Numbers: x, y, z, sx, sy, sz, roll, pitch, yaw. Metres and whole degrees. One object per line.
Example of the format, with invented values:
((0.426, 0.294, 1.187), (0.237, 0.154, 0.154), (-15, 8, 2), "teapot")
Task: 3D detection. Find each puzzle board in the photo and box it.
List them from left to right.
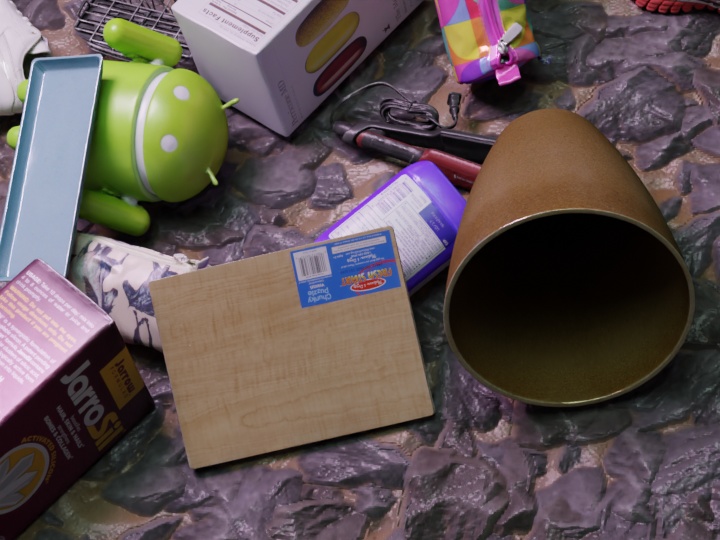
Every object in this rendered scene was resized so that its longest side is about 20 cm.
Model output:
((-0.054, 0.060, 1.542), (0.198, 0.017, 0.152), (-13, 90, 4), "puzzle board")

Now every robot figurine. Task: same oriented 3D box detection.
((-0.202, -0.121, 1.704), (0.198, 0.116, 0.177), (8, 79, 21), "robot figurine")

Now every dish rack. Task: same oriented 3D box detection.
((-0.168, -0.265, 1.846), (0.152, 0.055, 0.201), (15, 61, 26), "dish rack")

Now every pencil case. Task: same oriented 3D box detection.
((-0.205, 0.007, 1.628), (0.199, 0.078, 0.090), (18, 104, 26), "pencil case")
((0.097, -0.257, 1.687), (0.088, 0.088, 0.202), (-17, 96, 1), "pencil case")

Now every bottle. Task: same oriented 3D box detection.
((0.000, 0.000, 1.586), (0.200, 0.065, 0.084), (-39, 78, -7), "bottle")

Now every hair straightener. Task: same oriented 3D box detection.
((0.061, -0.117, 1.688), (0.199, 0.041, 0.077), (16, 59, 30), "hair straightener")

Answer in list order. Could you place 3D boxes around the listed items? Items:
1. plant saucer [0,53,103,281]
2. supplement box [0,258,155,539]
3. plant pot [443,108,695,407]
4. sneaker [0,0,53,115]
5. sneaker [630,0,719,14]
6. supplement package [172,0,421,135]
((-0.255, -0.083, 1.630), (0.069, 0.019, 0.202), (-1, 70, 21), "plant saucer")
((-0.276, 0.114, 1.541), (0.103, 0.131, 0.200), (35, 69, 31), "supplement box")
((0.154, -0.031, 1.522), (0.184, 0.188, 0.201), (-9, 38, 8), "plant pot")
((-0.338, -0.215, 1.854), (0.099, 0.075, 0.201), (-1, 52, -9), "sneaker")
((0.319, -0.260, 1.692), (0.198, 0.082, 0.078), (7, 56, 18), "sneaker")
((-0.050, -0.239, 1.744), (0.109, 0.114, 0.200), (31, 68, 32), "supplement package")
